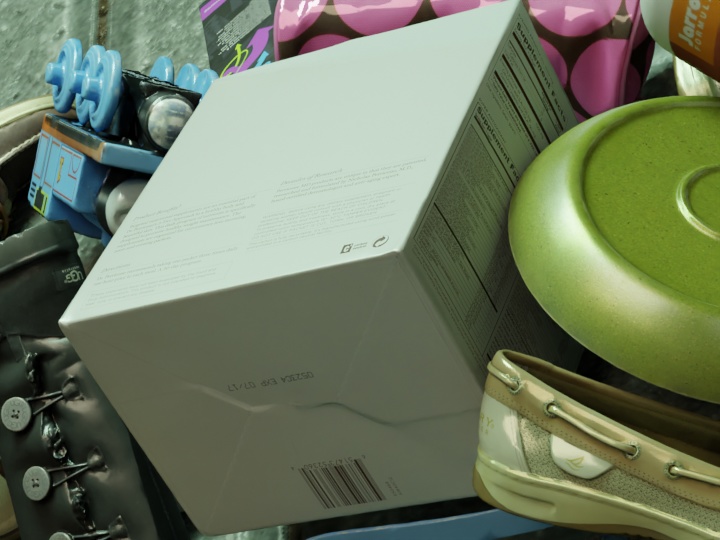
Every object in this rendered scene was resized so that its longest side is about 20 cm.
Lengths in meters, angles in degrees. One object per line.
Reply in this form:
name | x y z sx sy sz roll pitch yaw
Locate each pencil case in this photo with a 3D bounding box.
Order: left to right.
pencil case | 0.057 -0.113 1.114 0.199 0.094 0.091 0 8 12

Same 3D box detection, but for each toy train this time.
toy train | -0.137 -0.070 1.220 0.200 0.086 0.115 -153 73 -68

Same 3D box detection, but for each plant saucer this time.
plant saucer | 0.166 -0.020 0.937 0.199 0.031 0.200 5 41 -4

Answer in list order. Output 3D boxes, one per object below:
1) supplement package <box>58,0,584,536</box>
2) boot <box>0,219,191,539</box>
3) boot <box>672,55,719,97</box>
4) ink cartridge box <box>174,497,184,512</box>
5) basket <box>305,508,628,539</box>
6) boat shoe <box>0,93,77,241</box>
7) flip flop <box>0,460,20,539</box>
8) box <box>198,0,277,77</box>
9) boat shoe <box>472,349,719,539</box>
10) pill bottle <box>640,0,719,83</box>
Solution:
supplement package | 0.000 0.000 1.020 0.191 0.147 0.200 -11 34 31
boot | -0.183 0.094 1.114 0.165 0.201 0.066 -24 -2 35
boot | 0.235 -0.164 1.069 0.154 0.072 0.201 -18 52 28
ink cartridge box | -0.089 0.042 1.178 0.094 0.037 0.200 -27 40 19
basket | 0.016 0.174 0.895 0.176 0.139 0.200 -15 32 29
boat shoe | -0.256 -0.037 1.370 0.200 0.072 0.072 -34 69 -7
flip flop | -0.173 0.068 1.171 0.200 0.057 0.081 -53 33 25
box | -0.030 -0.159 1.269 0.143 0.036 0.200 -38 25 12
boat shoe | 0.146 0.079 0.872 0.200 0.063 0.073 10 15 18
pill bottle | 0.201 -0.128 0.957 0.200 0.112 0.112 34 78 26
